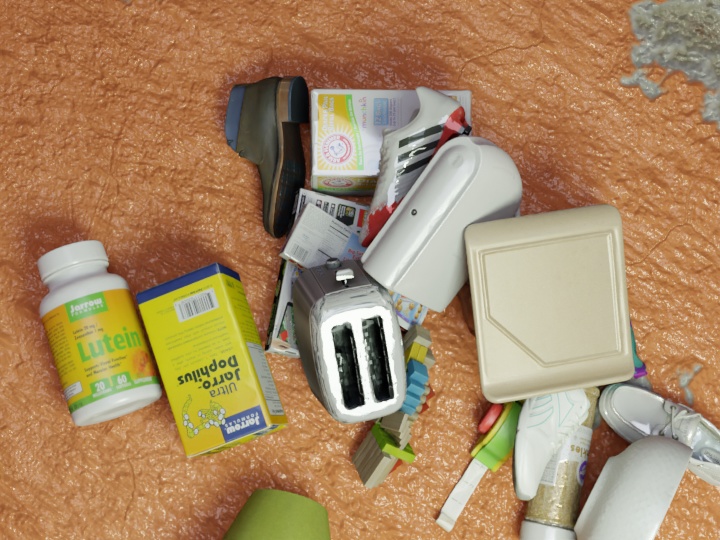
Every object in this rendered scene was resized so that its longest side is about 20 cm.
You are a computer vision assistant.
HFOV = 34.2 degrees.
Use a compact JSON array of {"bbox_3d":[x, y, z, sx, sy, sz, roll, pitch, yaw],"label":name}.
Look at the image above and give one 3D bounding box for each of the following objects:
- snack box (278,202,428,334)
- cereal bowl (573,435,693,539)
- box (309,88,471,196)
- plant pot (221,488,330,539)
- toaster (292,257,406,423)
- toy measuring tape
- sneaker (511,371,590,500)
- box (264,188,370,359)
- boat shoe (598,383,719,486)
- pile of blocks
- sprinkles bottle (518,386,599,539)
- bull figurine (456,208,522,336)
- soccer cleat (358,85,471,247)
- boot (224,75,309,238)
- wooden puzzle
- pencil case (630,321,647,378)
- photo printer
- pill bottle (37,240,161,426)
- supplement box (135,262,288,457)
[{"bbox_3d":[0.000,0.000,1.425,0.199,0.024,0.073,32,72,-17],"label":"snack box"},{"bbox_3d":[0.302,0.274,1.343,0.083,0.200,0.202,27,80,16],"label":"cereal bowl"},{"bbox_3d":[0.035,-0.156,1.455,0.196,0.101,0.114,1,79,-2],"label":"box"},{"bbox_3d":[-0.104,0.361,1.334,0.184,0.188,0.203,14,65,1],"label":"plant pot"},{"bbox_3d":[-0.011,0.091,1.349,0.112,0.129,0.203,-10,103,-9],"label":"toaster"},{"bbox_3d":[0.155,0.224,1.406,0.073,0.074,0.201,34,80,4],"label":"toy measuring tape"},{"bbox_3d":[0.221,0.168,1.348,0.079,0.071,0.203,13,69,9],"label":"sneaker"},{"bbox_3d":[-0.046,0.011,1.443,0.108,0.035,0.203,14,79,-14],"label":"box"},{"bbox_3d":[0.384,0.191,1.409,0.198,0.069,0.072,28,71,-4],"label":"boat shoe"},{"bbox_3d":[0.059,0.170,1.409,0.062,0.082,0.203,25,82,-27],"label":"pile of blocks"},{"bbox_3d":[0.239,0.234,1.408,0.067,0.068,0.203,11,79,0],"label":"sprinkles bottle"},{"bbox_3d":[0.191,-0.008,1.415,0.199,0.065,0.122,-40,55,20],"label":"bull figurine"},{"bbox_3d":[0.047,-0.120,1.365,0.085,0.069,0.201,37,102,12],"label":"soccer cleat"},{"bbox_3d":[-0.123,-0.145,1.478,0.096,0.075,0.203,6,88,24],"label":"boot"},{"bbox_3d":[0.214,0.036,1.328,0.182,0.037,0.203,-9,96,-9],"label":"wooden puzzle"},{"bbox_3d":[0.291,0.037,1.437,0.091,0.085,0.203,-3,79,-38],"label":"pencil case"},{"bbox_3d":[0.104,-0.057,1.350,0.069,0.166,0.201,39,96,27],"label":"photo printer"},{"bbox_3d":[-0.317,0.072,1.396,0.110,0.111,0.203,-19,81,-5],"label":"pill bottle"},{"bbox_3d":[-0.174,0.108,1.390,0.108,0.109,0.203,-20,81,5],"label":"supplement box"}]
